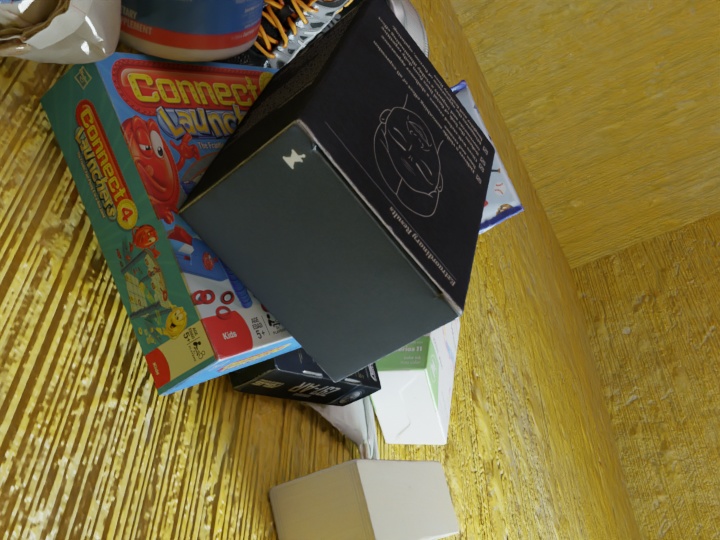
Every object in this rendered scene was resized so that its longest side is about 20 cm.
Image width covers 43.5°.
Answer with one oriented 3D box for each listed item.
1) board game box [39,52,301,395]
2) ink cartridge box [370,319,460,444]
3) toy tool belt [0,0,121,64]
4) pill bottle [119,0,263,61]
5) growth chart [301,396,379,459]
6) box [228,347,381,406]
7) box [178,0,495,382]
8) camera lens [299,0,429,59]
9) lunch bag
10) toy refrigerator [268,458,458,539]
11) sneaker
[{"bbox_3d":[-0.087,-0.040,0.606,0.199,0.055,0.199,-14,78,-58],"label":"board game box"},{"bbox_3d":[0.059,0.061,0.929,0.203,0.066,0.119,-77,158,-44],"label":"ink cartridge box"},{"bbox_3d":[-0.192,-0.211,0.467,0.122,0.123,0.205,-9,100,-53],"label":"toy tool belt"},{"bbox_3d":[-0.103,-0.243,0.547,0.113,0.109,0.203,-83,-175,-56],"label":"pill bottle"},{"bbox_3d":[-0.031,0.085,0.805,0.201,0.017,0.147,51,24,-45],"label":"growth chart"},{"bbox_3d":[-0.060,0.001,0.728,0.159,0.043,0.204,21,49,-59],"label":"box"},{"bbox_3d":[-0.002,-0.060,0.589,0.149,0.106,0.201,48,33,-19],"label":"box"},{"bbox_3d":[-0.010,-0.248,1.002,0.163,0.157,0.200,69,16,1],"label":"camera lens"},{"bbox_3d":[0.086,-0.107,1.102,0.173,0.122,0.200,67,-14,1],"label":"lunch bag"},{"bbox_3d":[0.011,0.194,0.712,0.199,0.075,0.071,28,44,-66],"label":"toy refrigerator"},{"bbox_3d":[-0.067,-0.230,0.800,0.078,0.201,0.077,42,-12,-12],"label":"sneaker"}]
